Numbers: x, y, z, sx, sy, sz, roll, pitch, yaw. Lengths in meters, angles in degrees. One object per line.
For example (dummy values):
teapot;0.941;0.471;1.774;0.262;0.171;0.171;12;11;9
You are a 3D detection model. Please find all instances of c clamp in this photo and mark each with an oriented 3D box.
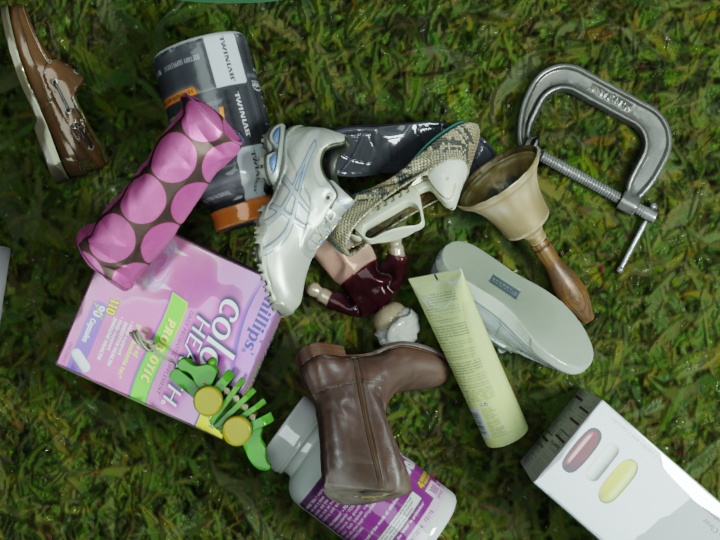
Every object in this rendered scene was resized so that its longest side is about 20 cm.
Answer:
c clamp;0.251;-0.123;1.562;0.199;0.027;0.172;34;91;1

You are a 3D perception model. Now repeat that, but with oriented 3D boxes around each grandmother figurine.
grandmother figurine;0.000;0.000;1.556;0.121;0.061;0.201;-33;92;25

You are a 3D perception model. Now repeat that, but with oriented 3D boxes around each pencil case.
pencil case;-0.205;-0.081;1.446;0.200;0.094;0.091;-50;131;4

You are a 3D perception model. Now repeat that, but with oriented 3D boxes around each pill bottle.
pill bottle;-0.147;-0.145;1.534;0.105;0.106;0.202;-16;89;1
pill bottle;-0.005;0.226;1.523;0.199;0.112;0.113;37;90;1

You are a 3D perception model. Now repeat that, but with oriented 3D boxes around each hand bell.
hand bell;0.195;-0.023;1.530;0.104;0.104;0.201;-35;109;1

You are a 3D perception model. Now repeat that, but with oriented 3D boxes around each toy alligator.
toy alligator;-0.149;0.117;1.457;0.054;0.059;0.200;-44;89;1

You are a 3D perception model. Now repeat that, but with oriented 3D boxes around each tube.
tube;0.120;0.091;1.528;0.058;0.052;0.201;-25;102;5

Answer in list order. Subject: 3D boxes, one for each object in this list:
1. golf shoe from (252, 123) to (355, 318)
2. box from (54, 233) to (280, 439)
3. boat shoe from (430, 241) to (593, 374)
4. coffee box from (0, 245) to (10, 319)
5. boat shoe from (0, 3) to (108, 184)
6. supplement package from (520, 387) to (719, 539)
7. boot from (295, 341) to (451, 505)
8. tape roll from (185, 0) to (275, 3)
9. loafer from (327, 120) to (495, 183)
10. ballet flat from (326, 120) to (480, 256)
golf shoe;-0.055;-0.054;1.455;0.096;0.078;0.202;-2;78;16
box;-0.196;0.058;1.538;0.198;0.097;0.177;24;90;1
boat shoe;0.159;0.049;1.546;0.200;0.072;0.070;37;52;6
coffee box;-0.493;0.015;1.554;0.198;0.080;0.116;9;90;1
boat shoe;-0.333;-0.199;1.563;0.067;0.072;0.202;-19;98;-3
supplement package;0.281;0.234;1.493;0.200;0.156;0.111;40;91;1
boot;0.032;0.162;1.472;0.184;0.201;0.065;2;129;-19
tape roll;-0.149;-0.319;1.488;0.198;0.200;0.049;2;89;2
loafer;0.047;-0.134;1.550;0.198;0.063;0.073;2;109;-15
ballet flat;0.055;-0.076;1.495;0.199;0.068;0.076;-32;52;-2
